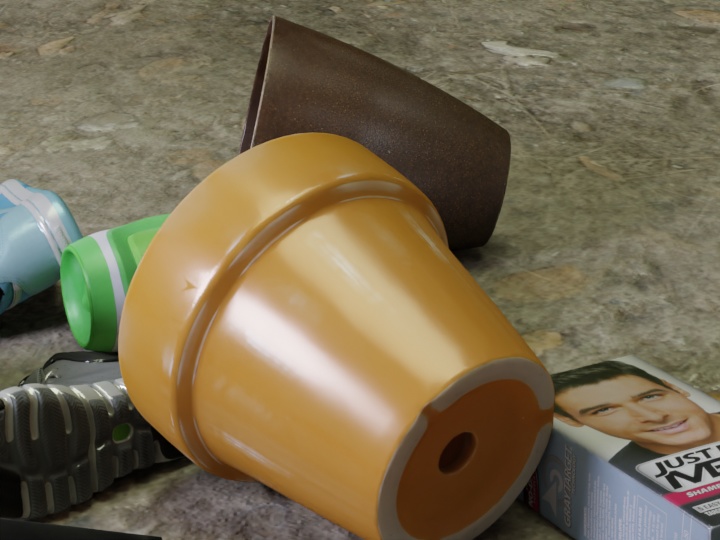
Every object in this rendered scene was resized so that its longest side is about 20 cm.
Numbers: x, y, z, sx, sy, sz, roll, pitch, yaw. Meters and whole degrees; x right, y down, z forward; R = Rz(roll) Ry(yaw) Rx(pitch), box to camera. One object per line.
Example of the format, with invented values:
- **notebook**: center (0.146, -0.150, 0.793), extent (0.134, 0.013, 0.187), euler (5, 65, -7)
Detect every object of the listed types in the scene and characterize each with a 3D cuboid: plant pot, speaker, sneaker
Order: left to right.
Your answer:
- **sneaker**: center (-0.284, -0.006, 1.345), extent (0.130, 0.080, 0.200), euler (-30, 10, -19)
- **sneaker**: center (-0.187, 0.091, 1.079), extent (0.199, 0.075, 0.115), euler (-9, 12, -44)
- **speaker**: center (-0.104, 0.002, 1.286), extent (0.199, 0.089, 0.088), euler (-10, 21, -24)
- **plant pot**: center (0.001, 0.054, 0.998), extent (0.200, 0.201, 0.183), euler (-17, 39, -37)
- **plant pot**: center (0.009, -0.083, 1.420), extent (0.199, 0.188, 0.187), euler (12, 18, -7)

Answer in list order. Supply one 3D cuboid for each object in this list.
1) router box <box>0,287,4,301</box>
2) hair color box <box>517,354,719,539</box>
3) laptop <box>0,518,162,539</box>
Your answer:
- **router box**: center (-0.298, 0.064, 1.084), extent (0.149, 0.051, 0.200), euler (-30, 17, 9)
- **hair color box**: center (0.163, 0.112, 0.982), extent (0.099, 0.061, 0.200), euler (-12, 21, -25)
- **laptop**: center (-0.141, 0.170, 0.624), extent (0.176, 0.104, 0.200), euler (9, 15, -18)
